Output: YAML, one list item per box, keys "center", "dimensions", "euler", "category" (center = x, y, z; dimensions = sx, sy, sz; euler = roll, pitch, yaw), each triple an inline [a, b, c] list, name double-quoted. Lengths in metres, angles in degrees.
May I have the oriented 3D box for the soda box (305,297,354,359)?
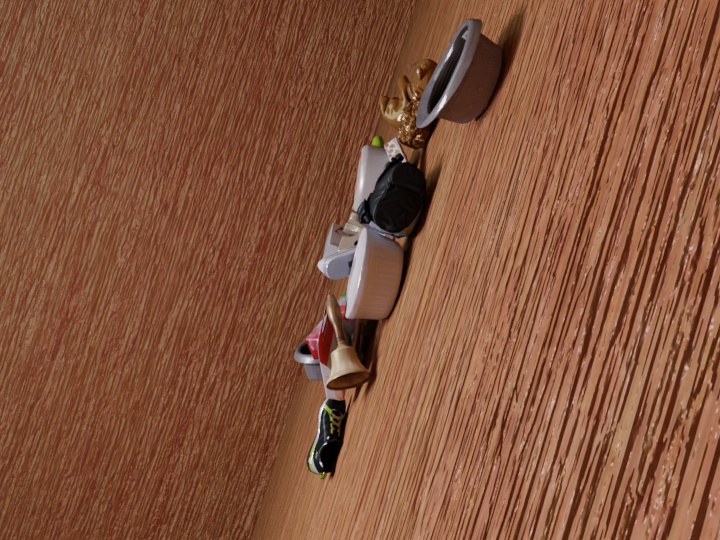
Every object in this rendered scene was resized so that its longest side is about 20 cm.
- center: [-0.061, 0.148, 1.647]
  dimensions: [0.200, 0.069, 0.065]
  euler: [-49, -54, -50]
  category: "soda box"

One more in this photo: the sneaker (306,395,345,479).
- center: [-0.064, 0.390, 1.490]
  dimensions: [0.082, 0.071, 0.205]
  euler: [-12, 58, 55]
  category: "sneaker"

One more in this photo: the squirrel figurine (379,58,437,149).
- center: [0.150, -0.417, 1.572]
  dimensions: [0.187, 0.138, 0.204]
  euler: [132, 143, -50]
  category: "squirrel figurine"

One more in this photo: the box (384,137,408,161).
- center: [0.101, -0.254, 1.536]
  dimensions: [0.038, 0.042, 0.202]
  euler: [-32, 38, 14]
  category: "box"

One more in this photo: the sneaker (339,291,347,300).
- center: [-0.022, 0.099, 1.842]
  dimensions: [0.084, 0.074, 0.200]
  euler: [-45, 7, 16]
  category: "sneaker"

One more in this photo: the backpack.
- center: [0.072, -0.143, 1.378]
  dimensions: [0.169, 0.125, 0.200]
  euler: [-57, 5, -5]
  category: "backpack"

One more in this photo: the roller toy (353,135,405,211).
- center: [0.058, -0.235, 1.696]
  dimensions: [0.185, 0.136, 0.203]
  euler: [-86, 5, -47]
  category: "roller toy"

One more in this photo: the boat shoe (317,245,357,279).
- center: [-0.011, -0.032, 1.526]
  dimensions: [0.065, 0.196, 0.076]
  euler: [25, 120, 55]
  category: "boat shoe"

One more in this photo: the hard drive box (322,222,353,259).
- center: [-0.034, -0.057, 1.953]
  dimensions: [0.201, 0.152, 0.078]
  euler: [-89, 20, -67]
  category: "hard drive box"

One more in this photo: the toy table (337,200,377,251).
- center: [0.015, -0.120, 1.819]
  dimensions: [0.200, 0.115, 0.188]
  euler: [123, 165, -67]
  category: "toy table"

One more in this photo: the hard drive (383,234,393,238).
- center: [0.037, -0.006, 1.697]
  dimensions: [0.200, 0.026, 0.135]
  euler: [127, 157, -63]
  category: "hard drive"

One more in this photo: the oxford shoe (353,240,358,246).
- center: [0.000, 0.000, 1.589]
  dimensions: [0.203, 0.083, 0.073]
  euler: [-89, 22, -50]
  category: "oxford shoe"

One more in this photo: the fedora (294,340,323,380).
- center: [-0.090, 0.242, 1.725]
  dimensions: [0.200, 0.172, 0.093]
  euler: [-43, -54, -69]
  category: "fedora"

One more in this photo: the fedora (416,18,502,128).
- center: [0.179, -0.323, 1.080]
  dimensions: [0.179, 0.088, 0.202]
  euler: [-82, 18, -51]
  category: "fedora"

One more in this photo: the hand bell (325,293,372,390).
- center: [-0.046, 0.147, 1.374]
  dimensions: [0.105, 0.101, 0.204]
  euler: [118, 142, -56]
  category: "hand bell"

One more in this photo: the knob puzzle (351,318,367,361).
- center: [-0.003, 0.184, 1.550]
  dimensions: [0.220, 0.030, 0.226]
  euler: [8, -90, -87]
  category: "knob puzzle"

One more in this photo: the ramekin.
- center: [0.031, 0.014, 1.394]
  dimensions: [0.202, 0.092, 0.208]
  euler: [-168, 90, -83]
  category: "ramekin"

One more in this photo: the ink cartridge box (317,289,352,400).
- center: [-0.055, 0.172, 1.458]
  dimensions: [0.164, 0.049, 0.203]
  euler: [-79, -11, -47]
  category: "ink cartridge box"
